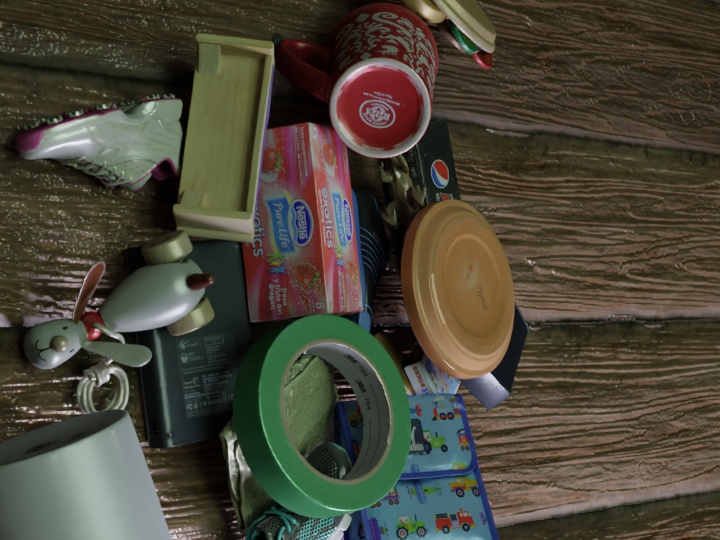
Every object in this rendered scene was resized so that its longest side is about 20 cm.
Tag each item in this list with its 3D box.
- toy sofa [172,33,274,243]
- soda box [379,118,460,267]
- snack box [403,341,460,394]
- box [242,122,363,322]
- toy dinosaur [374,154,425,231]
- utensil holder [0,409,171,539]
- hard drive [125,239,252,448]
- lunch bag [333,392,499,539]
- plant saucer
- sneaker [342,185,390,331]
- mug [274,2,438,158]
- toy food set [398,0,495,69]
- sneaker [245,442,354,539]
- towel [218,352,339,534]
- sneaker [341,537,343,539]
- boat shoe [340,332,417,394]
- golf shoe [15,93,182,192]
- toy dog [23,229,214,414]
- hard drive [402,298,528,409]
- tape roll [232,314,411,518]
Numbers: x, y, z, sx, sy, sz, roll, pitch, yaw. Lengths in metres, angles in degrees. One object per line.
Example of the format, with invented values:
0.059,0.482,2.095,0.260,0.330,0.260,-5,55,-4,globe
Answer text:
-0.137,-0.131,1.629,0.098,0.082,0.202,97,-1,-74,toy sofa
0.078,-0.075,1.902,0.070,0.063,0.202,-14,96,-48,soda box
0.097,0.097,1.873,0.072,0.024,0.200,65,23,-15,snack box
-0.066,-0.049,1.702,0.102,0.094,0.203,2,82,-68,box
0.052,-0.077,1.821,0.101,0.058,0.202,-23,97,-84,toy dinosaur
-0.253,0.245,1.424,0.169,0.169,0.202,-24,99,-46,utensil holder
-0.168,0.071,1.636,0.139,0.033,0.203,-6,89,-48,hard drive
0.052,0.221,1.732,0.149,0.094,0.202,-4,72,-20,lunch bag
0.117,0.019,1.789,0.199,0.032,0.203,16,69,-49,plant saucer
0.000,0.000,1.791,0.077,0.070,0.202,17,64,-44,sneaker
0.002,-0.196,1.739,0.200,0.176,0.135,-89,163,-68,mug
0.091,-0.325,1.902,0.198,0.049,0.201,40,17,-28,toy food set
-0.071,0.266,1.641,0.091,0.077,0.202,43,68,-54,sneaker
-0.080,0.167,1.679,0.200,0.036,0.150,-48,144,-42,towel
0.034,0.311,1.784,0.081,0.083,0.201,-45,116,-41,sneaker
0.040,0.142,1.831,0.200,0.069,0.071,49,26,-41,boat shoe
-0.244,-0.117,1.553,0.199,0.075,0.093,-16,99,-46,golf shoe
-0.212,0.039,1.515,0.132,0.096,0.200,49,63,-19,toy dog
0.129,0.052,1.858,0.200,0.042,0.136,51,44,-34,hard drive
-0.036,0.147,1.624,0.199,0.048,0.203,16,64,-36,tape roll
